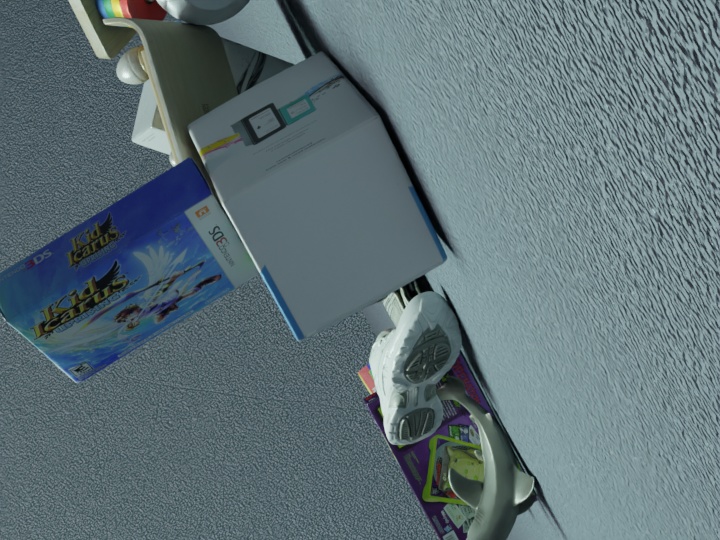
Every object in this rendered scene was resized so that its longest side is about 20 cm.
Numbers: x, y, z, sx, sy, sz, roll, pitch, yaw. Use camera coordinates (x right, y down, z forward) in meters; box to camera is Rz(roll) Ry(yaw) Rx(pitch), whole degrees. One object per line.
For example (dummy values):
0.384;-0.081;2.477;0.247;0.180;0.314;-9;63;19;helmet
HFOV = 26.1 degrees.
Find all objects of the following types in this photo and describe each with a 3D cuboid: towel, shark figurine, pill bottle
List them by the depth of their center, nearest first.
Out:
-0.157;-0.299;1.502;0.111;0.110;0.200;62;176;-21;pill bottle
0.147;0.206;1.659;0.089;0.127;0.216;-7;96;60;shark figurine
0.015;-0.020;1.721;0.200;0.034;0.194;104;141;-79;towel

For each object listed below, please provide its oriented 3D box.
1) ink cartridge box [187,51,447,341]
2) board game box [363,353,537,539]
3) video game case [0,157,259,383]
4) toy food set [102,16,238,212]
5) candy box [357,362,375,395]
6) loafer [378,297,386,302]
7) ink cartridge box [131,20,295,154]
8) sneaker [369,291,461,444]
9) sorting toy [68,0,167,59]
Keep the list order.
-0.042;-0.069;1.330;0.147;0.145;0.200;62;178;-26;ink cartridge box
0.100;0.198;1.711;0.201;0.119;0.032;62;177;-13;board game box
-0.197;0.006;1.340;0.046;0.199;0.181;57;177;23;video game case
-0.166;-0.139;1.446;0.143;0.060;0.202;-14;-93;-66;toy food set
0.101;0.207;1.932;0.200;0.077;0.169;52;-177;-35;candy box
0.000;0.000;1.607;0.072;0.063;0.200;64;160;4;loafer
-0.118;-0.159;1.569;0.068;0.199;0.117;-18;58;62;ink cartridge box
0.043;0.085;1.587;0.201;0.077;0.100;103;148;-43;sneaker
-0.232;-0.357;1.627;0.069;0.201;0.200;11;141;33;sorting toy
